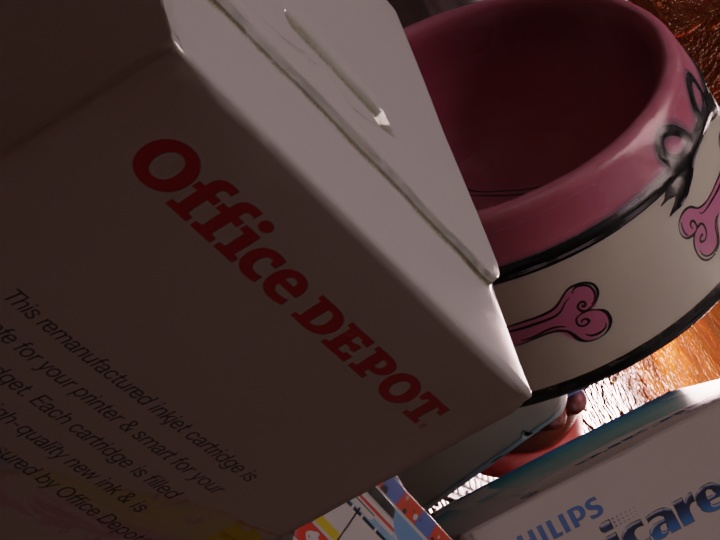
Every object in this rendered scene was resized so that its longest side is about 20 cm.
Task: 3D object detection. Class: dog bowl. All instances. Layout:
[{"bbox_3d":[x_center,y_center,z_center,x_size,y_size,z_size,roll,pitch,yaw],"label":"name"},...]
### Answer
[{"bbox_3d":[0.051,-0.036,0.773,0.200,0.200,0.074,-94,165,-57],"label":"dog bowl"}]

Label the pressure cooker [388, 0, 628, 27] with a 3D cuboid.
[{"bbox_3d":[0.094,-0.146,1.335,0.176,0.179,0.200,-27,87,-32],"label":"pressure cooker"}]

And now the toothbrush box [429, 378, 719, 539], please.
[{"bbox_3d":[0.104,0.108,0.786,0.085,0.146,0.200,63,-9,5],"label":"toothbrush box"}]

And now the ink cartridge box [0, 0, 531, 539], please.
[{"bbox_3d":[-0.089,-0.008,0.469,0.145,0.200,0.145,45,22,-45],"label":"ink cartridge box"}]

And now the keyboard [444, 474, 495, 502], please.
[{"bbox_3d":[0.047,0.095,1.039,0.200,0.011,0.056,31,50,-61],"label":"keyboard"}]

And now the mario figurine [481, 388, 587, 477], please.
[{"bbox_3d":[0.078,0.028,0.947,0.123,0.200,0.106,8,62,-18],"label":"mario figurine"}]

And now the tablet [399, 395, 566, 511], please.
[{"bbox_3d":[0.011,0.007,0.897,0.014,0.130,0.200,7,52,-47],"label":"tablet"}]

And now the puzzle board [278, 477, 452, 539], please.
[{"bbox_3d":[-0.010,0.144,0.593,0.017,0.151,0.200,15,-27,49],"label":"puzzle board"}]

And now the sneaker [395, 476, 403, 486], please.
[{"bbox_3d":[0.003,0.134,0.745,0.078,0.070,0.200,-125,-166,-80],"label":"sneaker"}]
